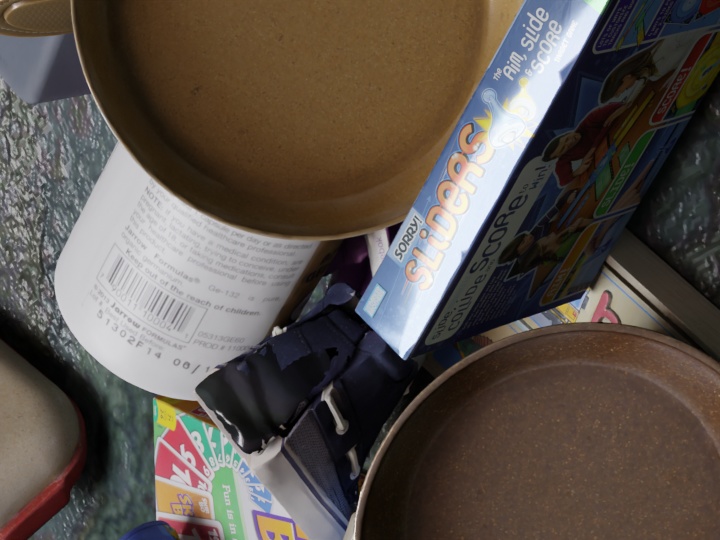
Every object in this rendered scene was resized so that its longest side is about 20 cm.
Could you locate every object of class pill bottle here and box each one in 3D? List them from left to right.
[{"bbox_3d":[-0.055,-0.045,1.271,0.114,0.114,0.200,49,129,23],"label":"pill bottle"}]

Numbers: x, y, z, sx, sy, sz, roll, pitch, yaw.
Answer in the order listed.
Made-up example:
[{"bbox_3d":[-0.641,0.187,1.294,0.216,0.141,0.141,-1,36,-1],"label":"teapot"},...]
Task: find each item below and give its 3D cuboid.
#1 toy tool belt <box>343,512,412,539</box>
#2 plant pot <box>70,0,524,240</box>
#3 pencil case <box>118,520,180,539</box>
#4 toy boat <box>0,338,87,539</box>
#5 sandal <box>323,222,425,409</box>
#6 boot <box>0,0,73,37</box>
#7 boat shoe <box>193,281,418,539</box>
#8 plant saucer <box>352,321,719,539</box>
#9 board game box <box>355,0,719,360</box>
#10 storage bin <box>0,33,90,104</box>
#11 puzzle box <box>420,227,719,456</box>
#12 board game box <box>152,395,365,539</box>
[{"bbox_3d":[0.039,0.173,1.316,0.125,0.123,0.201,39,141,41],"label":"toy tool belt"},{"bbox_3d":[-0.024,-0.112,1.164,0.027,0.199,0.201,175,77,-77],"label":"plant pot"},{"bbox_3d":[-0.066,0.224,1.490,0.200,0.087,0.078,41,100,16],"label":"pencil case"},{"bbox_3d":[-0.247,0.108,1.653,0.200,0.130,0.131,36,158,33],"label":"toy boat"},{"bbox_3d":[0.005,0.004,1.327,0.082,0.050,0.203,38,132,33],"label":"sandal"},{"bbox_3d":[-0.115,-0.195,1.224,0.074,0.200,0.155,-27,89,51],"label":"boot"},{"bbox_3d":[-0.009,0.073,1.314,0.075,0.093,0.200,51,177,19],"label":"boat shoe"},{"bbox_3d":[0.094,0.115,1.221,0.037,0.199,0.201,-106,10,-74],"label":"plant saucer"},{"bbox_3d":[0.089,-0.059,1.162,0.034,0.135,0.200,44,124,23],"label":"board game box"},{"bbox_3d":[-0.120,-0.182,1.368,0.146,0.134,0.200,50,134,22],"label":"storage bin"},{"bbox_3d":[0.089,0.026,1.301,0.200,0.025,0.133,43,132,29],"label":"puzzle box"},{"bbox_3d":[-0.039,0.139,1.488,0.200,0.030,0.096,20,120,40],"label":"board game box"}]
